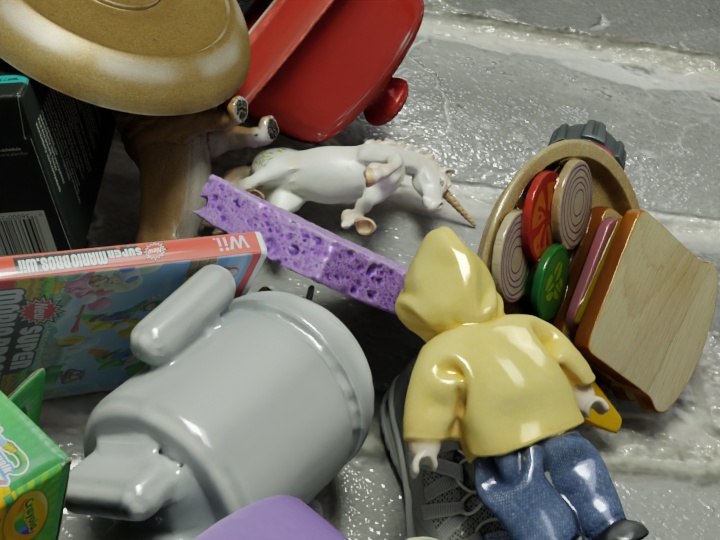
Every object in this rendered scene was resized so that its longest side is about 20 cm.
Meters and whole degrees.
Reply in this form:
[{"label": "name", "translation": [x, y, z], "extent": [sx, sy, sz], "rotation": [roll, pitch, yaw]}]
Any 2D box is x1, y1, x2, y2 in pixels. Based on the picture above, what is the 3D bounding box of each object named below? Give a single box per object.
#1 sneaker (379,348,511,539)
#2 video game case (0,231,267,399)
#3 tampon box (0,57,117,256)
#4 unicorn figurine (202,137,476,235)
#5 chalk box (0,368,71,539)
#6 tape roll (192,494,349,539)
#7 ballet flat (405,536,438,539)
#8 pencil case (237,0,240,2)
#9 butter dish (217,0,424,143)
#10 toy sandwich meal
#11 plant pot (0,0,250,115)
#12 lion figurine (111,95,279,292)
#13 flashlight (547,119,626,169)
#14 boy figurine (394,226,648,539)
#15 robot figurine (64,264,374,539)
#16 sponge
[{"label": "sneaker", "translation": [0.062, 0.121, 0.778], "extent": [0.074, 0.082, 0.201], "rotation": [-4, 46, -25]}, {"label": "video game case", "translation": [-0.163, 0.032, 0.748], "extent": [0.199, 0.143, 0.018], "rotation": [-7, 60, -27]}, {"label": "tampon box", "translation": [-0.247, -0.110, 0.862], "extent": [0.149, 0.127, 0.201], "rotation": [-4, 40, 6]}, {"label": "unicorn figurine", "translation": [-0.010, -0.061, 0.959], "extent": [0.198, 0.074, 0.138], "rotation": [10, 22, 2]}, {"label": "chalk box", "translation": [-0.223, 0.117, 0.641], "extent": [0.124, 0.125, 0.200], "rotation": [38, 44, 23]}, {"label": "tape roll", "translation": [-0.057, 0.197, 0.553], "extent": [0.085, 0.201, 0.200], "rotation": [36, 42, 20]}, {"label": "ballet flat", "translation": [0.057, 0.229, 0.669], "extent": [0.069, 0.070, 0.201], "rotation": [-3, 50, -24]}, {"label": "pencil case", "translation": [-0.123, -0.202, 0.961], "extent": [0.078, 0.200, 0.090], "rotation": [42, 31, -20]}, {"label": "butter dish", "translation": [-0.024, -0.166, 1.013], "extent": [0.148, 0.200, 0.199], "rotation": [39, -3, -26]}, {"label": "toy sandwich meal", "translation": [0.152, 0.014, 0.870], "extent": [0.070, 0.207, 0.205], "rotation": [8, 25, 43]}, {"label": "plant pot", "translation": [-0.155, -0.172, 0.826], "extent": [0.199, 0.028, 0.201], "rotation": [20, 38, -17]}, {"label": "lion figurine", "translation": [-0.117, -0.051, 0.878], "extent": [0.122, 0.202, 0.072], "rotation": [0, -8, 30]}, {"label": "flashlight", "translation": [0.157, -0.037, 1.010], "extent": [0.067, 0.068, 0.200], "rotation": [22, 39, 2]}, {"label": "boy figurine", "translation": [0.071, 0.073, 0.729], "extent": [0.124, 0.064, 0.201], "rotation": [-21, 72, -25]}, {"label": "robot figurine", "translation": [-0.068, 0.085, 0.725], "extent": [0.112, 0.171, 0.200], "rotation": [1, 28, 38]}, {"label": "sponge", "translation": [0.000, 0.000, 0.835], "extent": [0.111, 0.030, 0.200], "rotation": [27, 2, 39]}]
